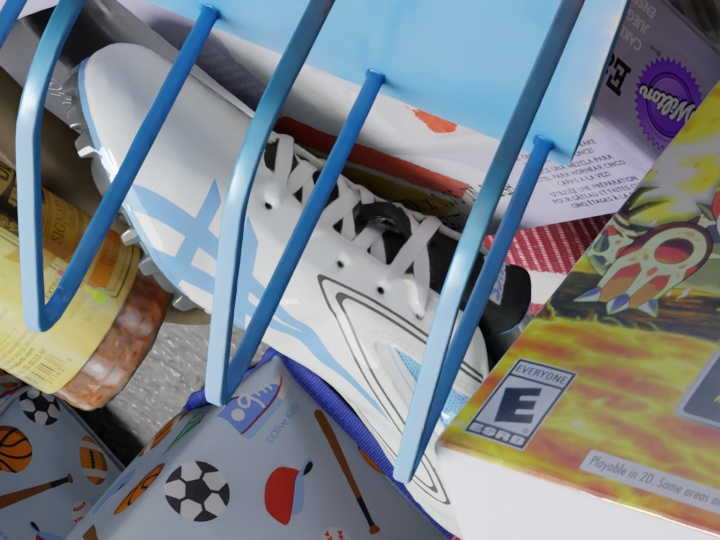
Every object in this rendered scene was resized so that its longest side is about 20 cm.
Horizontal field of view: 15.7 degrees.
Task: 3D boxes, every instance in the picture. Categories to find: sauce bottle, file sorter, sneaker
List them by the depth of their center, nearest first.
[{"bbox_3d":[-0.050,-0.057,0.591,0.200,0.123,0.139,22,153,5],"label":"file sorter"},{"bbox_3d":[0.000,0.000,0.740,0.072,0.072,0.200,-38,113,25],"label":"sneaker"},{"bbox_3d":[-0.162,-0.023,0.911,0.200,0.066,0.066,32,153,-20],"label":"sauce bottle"}]

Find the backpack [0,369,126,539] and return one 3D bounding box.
[{"bbox_3d":[-0.173,0.150,1.125,0.200,0.191,0.154,48,148,-13],"label":"backpack"}]

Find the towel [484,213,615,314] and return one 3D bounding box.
[{"bbox_3d":[0.016,-0.064,0.808,0.144,0.023,0.200,8,139,38],"label":"towel"}]

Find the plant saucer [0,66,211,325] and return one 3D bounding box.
[{"bbox_3d":[-0.104,-0.062,0.932,0.200,0.029,0.200,28,148,20],"label":"plant saucer"}]

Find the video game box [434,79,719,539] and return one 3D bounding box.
[{"bbox_3d":[0.149,0.018,0.613,0.200,0.182,0.047,16,139,34],"label":"video game box"}]

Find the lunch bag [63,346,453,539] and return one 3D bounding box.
[{"bbox_3d":[-0.029,0.162,1.004,0.200,0.170,0.124,44,152,-9],"label":"lunch bag"}]

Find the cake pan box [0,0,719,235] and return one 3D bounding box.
[{"bbox_3d":[-0.025,-0.076,0.733,0.184,0.052,0.200,41,151,-28],"label":"cake pan box"}]

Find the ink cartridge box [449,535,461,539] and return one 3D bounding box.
[{"bbox_3d":[0.078,0.125,0.864,0.083,0.145,0.200,46,149,-6],"label":"ink cartridge box"}]
